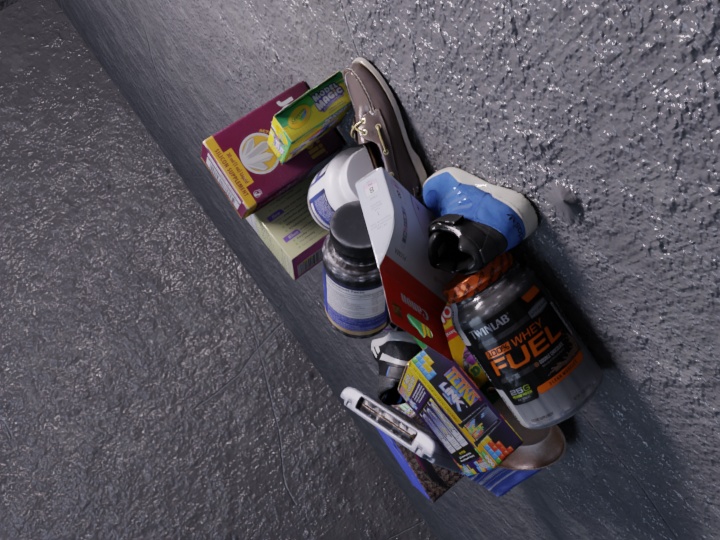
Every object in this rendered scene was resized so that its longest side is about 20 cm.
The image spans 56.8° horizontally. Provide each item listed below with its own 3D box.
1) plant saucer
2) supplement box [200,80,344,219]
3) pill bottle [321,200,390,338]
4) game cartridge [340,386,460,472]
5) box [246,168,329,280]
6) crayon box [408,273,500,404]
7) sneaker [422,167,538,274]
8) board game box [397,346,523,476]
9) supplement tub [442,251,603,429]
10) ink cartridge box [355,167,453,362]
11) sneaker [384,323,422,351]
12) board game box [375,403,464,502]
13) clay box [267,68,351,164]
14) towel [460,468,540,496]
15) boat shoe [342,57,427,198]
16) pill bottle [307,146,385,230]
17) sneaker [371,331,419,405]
[{"bbox_3d":[0.221,0.241,1.038,0.197,0.037,0.202,14,138,13],"label":"plant saucer"},{"bbox_3d":[-0.147,-0.197,1.105,0.132,0.199,0.103,55,164,-5],"label":"supplement box"},{"bbox_3d":[0.000,0.000,0.960,0.112,0.111,0.201,45,153,29],"label":"pill bottle"},{"bbox_3d":[0.071,0.257,1.083,0.199,0.042,0.133,26,177,39],"label":"game cartridge"},{"bbox_3d":[-0.111,-0.121,1.203,0.201,0.175,0.097,49,164,15],"label":"box"},{"bbox_3d":[0.154,0.089,0.951,0.201,0.126,0.051,50,164,11],"label":"crayon box"},{"bbox_3d":[0.108,-0.058,0.803,0.199,0.111,0.077,33,154,54],"label":"sneaker"},{"bbox_3d":[0.127,0.194,0.909,0.166,0.056,0.200,51,167,14],"label":"board game box"},{"bbox_3d":[0.194,0.080,0.817,0.201,0.122,0.122,54,165,-2],"label":"supplement tub"},{"bbox_3d":[0.072,-0.007,0.819,0.162,0.057,0.202,35,-150,-48],"label":"ink cartridge box"},{"bbox_3d":[0.100,0.104,1.192,0.139,0.078,0.199,38,-170,23],"label":"sneaker"},{"bbox_3d":[0.153,0.293,1.241,0.161,0.199,0.097,57,165,-14],"label":"board game box"},{"bbox_3d":[-0.073,-0.219,0.964,0.048,0.114,0.200,54,171,-7],"label":"clay box"},{"bbox_3d":[0.216,0.320,1.154,0.199,0.145,0.024,32,-144,-18],"label":"towel"},{"bbox_3d":[0.024,-0.179,0.885,0.202,0.059,0.072,64,164,-16],"label":"boat shoe"},{"bbox_3d":[-0.010,-0.124,1.017,0.112,0.111,0.200,56,165,-6],"label":"pill bottle"},{"bbox_3d":[0.050,0.174,1.130,0.072,0.114,0.200,11,164,-3],"label":"sneaker"}]
